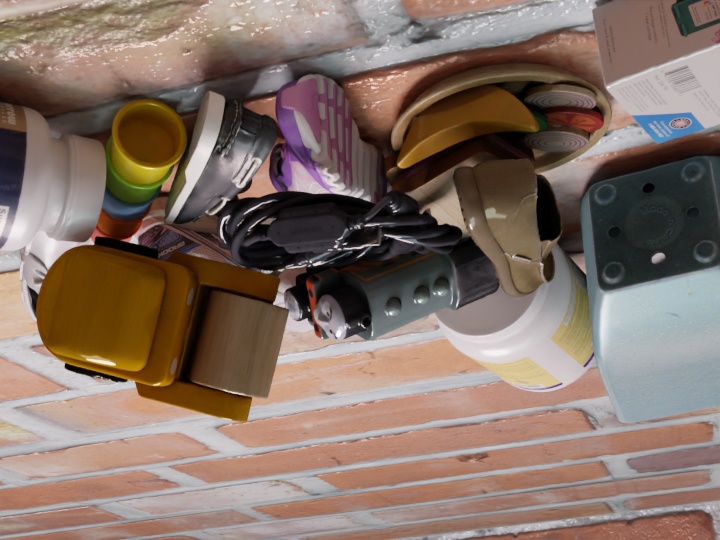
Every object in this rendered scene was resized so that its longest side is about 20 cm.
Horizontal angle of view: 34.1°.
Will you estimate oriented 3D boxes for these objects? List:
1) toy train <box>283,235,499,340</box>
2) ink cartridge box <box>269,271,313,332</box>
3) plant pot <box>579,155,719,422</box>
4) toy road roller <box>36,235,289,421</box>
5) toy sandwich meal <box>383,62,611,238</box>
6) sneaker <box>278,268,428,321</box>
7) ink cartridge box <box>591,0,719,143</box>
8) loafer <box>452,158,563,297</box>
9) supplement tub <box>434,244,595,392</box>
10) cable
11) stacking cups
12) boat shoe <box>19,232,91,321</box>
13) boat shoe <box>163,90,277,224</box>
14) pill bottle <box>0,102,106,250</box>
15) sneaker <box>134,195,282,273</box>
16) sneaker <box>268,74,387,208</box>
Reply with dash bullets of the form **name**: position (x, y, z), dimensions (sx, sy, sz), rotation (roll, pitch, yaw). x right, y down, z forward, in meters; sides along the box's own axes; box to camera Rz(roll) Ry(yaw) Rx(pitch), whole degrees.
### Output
- **toy train**: position (0.031, 0.006, 1.059), dimensions (0.198, 0.086, 0.114), rotation (-20, -156, -28)
- **ink cartridge box**: position (-0.137, 0.043, 1.298), dimensions (0.199, 0.058, 0.161), rotation (-27, 151, 35)
- **plant pot**: position (0.301, 0.001, 1.106), dimensions (0.194, 0.198, 0.200), rotation (-14, 146, 23)
- **toy road roller**: position (-0.168, 0.043, 0.956), dimensions (0.197, 0.125, 0.146), rotation (13, 176, 10)
- **toy sandwich meal**: position (0.111, -0.096, 0.969), dimensions (0.202, 0.071, 0.206), rotation (-4, 158, -1)
- **sneaker**: position (0.000, 0.000, 1.156), dimensions (0.198, 0.082, 0.076), rotation (1, -155, -46)
- **ink cartridge box**: position (0.279, -0.168, 0.827), dimensions (0.198, 0.068, 0.116), rotation (-17, 156, 29)
- **loafer**: position (0.133, -0.033, 0.953), dimensions (0.067, 0.077, 0.200), rotation (-16, 160, 17)
- **supplement tub**: position (0.159, 0.034, 1.200), dimensions (0.144, 0.148, 0.200), rotation (-14, 156, 23)
- **cable**: position (-0.020, -0.032, 0.942), dimensions (0.198, 0.052, 0.162), rotation (-8, 173, 37)
- **stacking cups**: position (-0.196, -0.075, 0.994), dimensions (0.060, 0.061, 0.200), rotation (4, 160, -20)
- **boat shoe**: position (-0.294, -0.008, 1.113), dimensions (0.071, 0.070, 0.200), rotation (5, 154, -22)
- **boat shoe**: position (-0.116, -0.077, 0.943), dimensions (0.059, 0.077, 0.200), rotation (16, 164, -13)
- **pill bottle**: position (-0.299, -0.076, 0.888), dimensions (0.197, 0.113, 0.111), rotation (9, 155, -29)
- **sneaker**: position (-0.127, -0.006, 1.128), dimensions (0.198, 0.086, 0.077), rotation (9, 155, -31)
- **sneaker**: position (-0.040, -0.089, 0.960), dimensions (0.087, 0.082, 0.200), rotation (-2, 160, 15)
